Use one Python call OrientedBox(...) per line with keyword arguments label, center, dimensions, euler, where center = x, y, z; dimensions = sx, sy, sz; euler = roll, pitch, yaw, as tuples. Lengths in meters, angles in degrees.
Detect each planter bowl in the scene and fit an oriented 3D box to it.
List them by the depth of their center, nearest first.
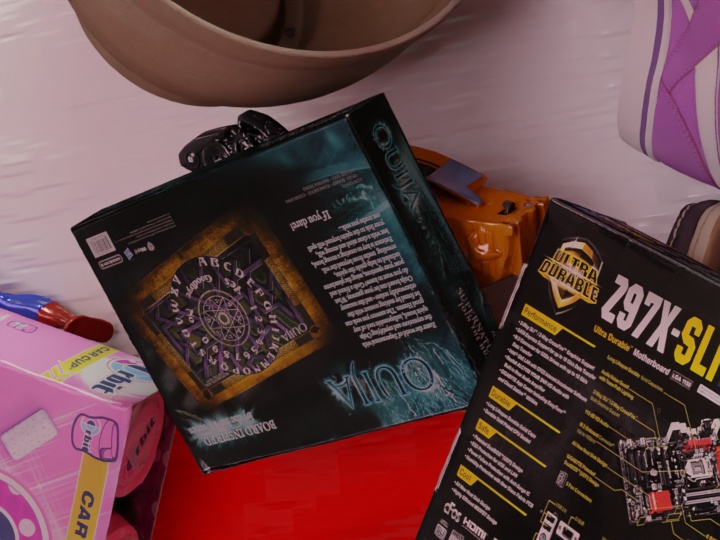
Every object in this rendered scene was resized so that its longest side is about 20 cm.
OrientedBox(label="planter bowl", center=(-0.057, -0.154, 0.961), dimensions=(0.135, 0.200, 0.200), euler=(-46, 61, 59))

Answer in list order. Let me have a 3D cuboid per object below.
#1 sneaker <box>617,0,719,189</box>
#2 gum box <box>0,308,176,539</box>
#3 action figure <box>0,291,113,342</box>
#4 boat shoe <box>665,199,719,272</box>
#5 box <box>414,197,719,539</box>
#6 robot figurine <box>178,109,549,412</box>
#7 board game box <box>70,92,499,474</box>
OrientedBox(label="sneaker", center=(0.163, -0.107, 0.815), dimensions=(0.114, 0.073, 0.201), euler=(33, 147, 33))
OrientedBox(label="gum box", center=(-0.170, 0.133, 1.078), dimensions=(0.113, 0.066, 0.200), euler=(19, 108, 16))
OrientedBox(label="action figure", center=(-0.236, 0.021, 1.143), dimensions=(0.200, 0.099, 0.065), euler=(20, 102, 38))
OrientedBox(label="boat shoe", center=(0.114, 0.063, 0.889), dimensions=(0.065, 0.072, 0.200), euler=(21, 106, 35))
OrientedBox(label="box", center=(0.111, 0.079, 0.790), dimensions=(0.200, 0.049, 0.160), euler=(32, 102, 55))
OrientedBox(label="robot figurine", center=(0.000, 0.000, 0.970), dimensions=(0.200, 0.058, 0.145), euler=(14, 122, 36))
OrientedBox(label="board game box", center=(-0.033, 0.013, 0.942), dimensions=(0.200, 0.028, 0.135), euler=(-17, 103, 46))
